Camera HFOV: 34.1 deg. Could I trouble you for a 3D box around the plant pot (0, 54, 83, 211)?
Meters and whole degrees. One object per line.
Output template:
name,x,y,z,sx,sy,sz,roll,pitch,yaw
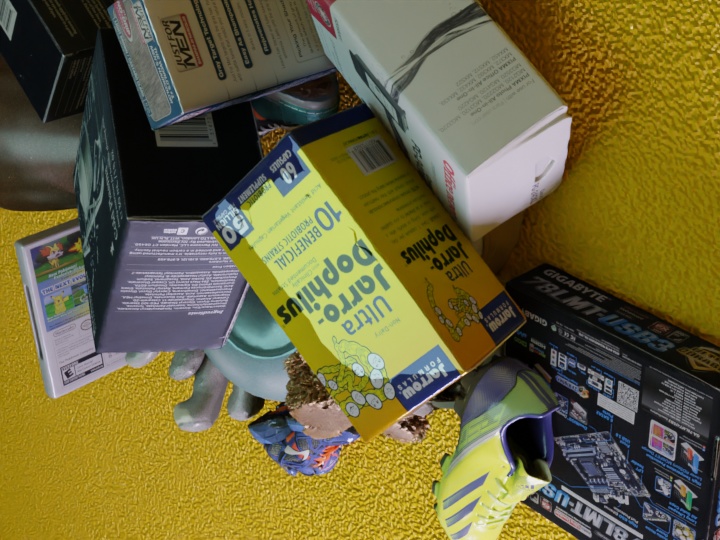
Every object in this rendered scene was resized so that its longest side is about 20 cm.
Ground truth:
plant pot,-0.295,-0.143,1.257,0.199,0.187,0.188,12,119,34

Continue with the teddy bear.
teddy bear,0.038,0.084,0.963,0.199,0.067,0.145,-21,136,28

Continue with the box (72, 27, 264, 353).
box,-0.166,-0.065,0.997,0.197,0.123,0.201,116,146,-51

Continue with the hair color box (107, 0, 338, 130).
hair color box,-0.084,-0.187,0.913,0.060,0.200,0.100,-12,100,54

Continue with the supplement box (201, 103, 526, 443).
supplement box,0.003,-0.001,0.836,0.109,0.109,0.200,-40,85,35

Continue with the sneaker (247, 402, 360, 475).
sneaker,-0.041,0.166,1.185,0.079,0.075,0.200,59,153,-5

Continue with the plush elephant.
plush elephant,-0.184,0.056,1.215,0.154,0.165,0.201,13,99,18

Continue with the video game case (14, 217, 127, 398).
video game case,-0.267,0.019,1.270,0.022,0.200,0.183,22,126,41

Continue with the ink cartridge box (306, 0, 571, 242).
ink cartridge box,0.051,-0.134,0.818,0.200,0.083,0.145,54,176,17

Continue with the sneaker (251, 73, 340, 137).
sneaker,-0.080,-0.151,1.047,0.200,0.071,0.080,33,134,49

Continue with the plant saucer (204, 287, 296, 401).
plant saucer,-0.080,0.024,1.081,0.200,0.039,0.202,1,94,21

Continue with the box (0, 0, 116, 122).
box,-0.257,-0.266,1.110,0.200,0.182,0.104,57,144,14

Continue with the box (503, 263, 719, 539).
box,0.188,0.121,0.864,0.200,0.050,0.199,29,133,44

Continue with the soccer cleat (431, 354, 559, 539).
soccer cleat,0.107,0.157,0.902,0.084,0.065,0.201,36,136,35

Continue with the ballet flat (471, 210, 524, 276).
ballet flat,0.073,-0.005,0.932,0.069,0.063,0.200,47,140,25
